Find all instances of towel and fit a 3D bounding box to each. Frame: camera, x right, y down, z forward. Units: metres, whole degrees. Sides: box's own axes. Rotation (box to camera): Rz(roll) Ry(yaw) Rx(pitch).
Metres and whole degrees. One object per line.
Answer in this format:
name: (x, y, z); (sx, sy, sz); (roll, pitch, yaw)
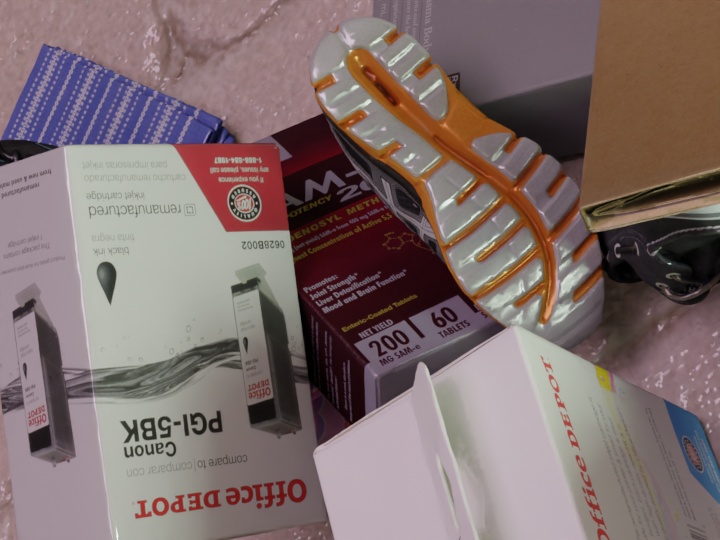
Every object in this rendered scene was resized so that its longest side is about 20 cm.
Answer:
towel: (-0.170, -0.055, 1.456); (0.200, 0.024, 0.146); (27, 94, 44)

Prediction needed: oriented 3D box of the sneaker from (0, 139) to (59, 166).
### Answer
sneaker: (-0.187, -0.040, 1.397); (0.199, 0.079, 0.076); (6, 80, 42)

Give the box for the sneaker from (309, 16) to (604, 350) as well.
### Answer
sneaker: (0.051, -0.042, 1.159); (0.078, 0.077, 0.200); (-37, 82, -11)

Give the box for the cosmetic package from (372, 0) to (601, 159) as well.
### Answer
cosmetic package: (0.106, -0.124, 1.208); (0.199, 0.090, 0.108); (-16, 61, 38)

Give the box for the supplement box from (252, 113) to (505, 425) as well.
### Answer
supplement box: (0.000, 0.000, 1.228); (0.108, 0.061, 0.200); (-24, 45, -23)

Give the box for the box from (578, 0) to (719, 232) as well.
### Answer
box: (0.181, -0.107, 1.027); (0.163, 0.021, 0.201); (-15, 39, 24)

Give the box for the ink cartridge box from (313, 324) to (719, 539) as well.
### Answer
ink cartridge box: (0.080, 0.125, 1.055); (0.125, 0.200, 0.129); (-33, 54, 25)

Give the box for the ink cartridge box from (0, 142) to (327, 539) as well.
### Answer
ink cartridge box: (-0.104, 0.041, 1.149); (0.083, 0.146, 0.202); (-13, 84, 45)

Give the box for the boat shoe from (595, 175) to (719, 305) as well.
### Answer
boat shoe: (0.152, -0.017, 1.088); (0.200, 0.069, 0.067); (177, 82, -77)

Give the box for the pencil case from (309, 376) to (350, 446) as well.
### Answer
pencil case: (-0.079, 0.077, 1.288); (0.199, 0.087, 0.088); (15, 83, 43)
